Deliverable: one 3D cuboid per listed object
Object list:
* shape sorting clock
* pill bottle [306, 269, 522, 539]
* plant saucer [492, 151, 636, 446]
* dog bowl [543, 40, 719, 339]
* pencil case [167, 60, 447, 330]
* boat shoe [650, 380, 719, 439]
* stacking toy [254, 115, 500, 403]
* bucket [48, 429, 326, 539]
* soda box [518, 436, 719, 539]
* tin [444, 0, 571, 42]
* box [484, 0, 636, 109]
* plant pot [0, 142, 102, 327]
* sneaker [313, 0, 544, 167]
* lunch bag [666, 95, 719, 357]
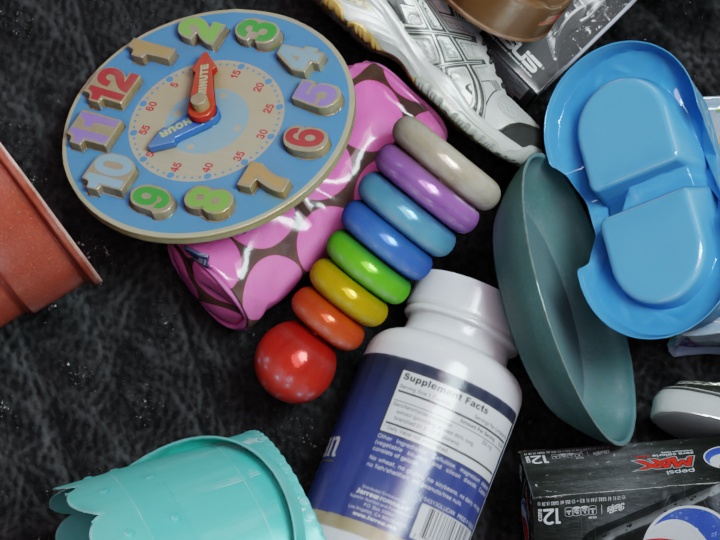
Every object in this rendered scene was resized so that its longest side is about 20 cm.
[{"bbox_3d":[-0.101,-0.099,1.575,0.199,0.039,0.201,-10,49,11],"label":"shape sorting clock"},{"bbox_3d":[0.040,0.106,1.568,0.111,0.111,0.201,23,76,-4],"label":"pill bottle"},{"bbox_3d":[0.130,0.023,1.575,0.036,0.200,0.201,-17,81,18],"label":"plant saucer"},{"bbox_3d":[0.191,-0.049,1.568,0.111,0.049,0.201,-22,70,26],"label":"dog bowl"},{"bbox_3d":[-0.039,-0.056,1.601,0.200,0.091,0.094,-42,82,-16],"label":"pencil case"},{"bbox_3d":[0.290,0.093,1.635,0.199,0.071,0.064,11,72,-19],"label":"boat shoe"},{"bbox_3d":[0.000,0.000,1.554,0.085,0.085,0.200,39,93,0],"label":"stacking toy"},{"bbox_3d":[-0.096,0.204,1.487,0.134,0.207,0.208,-21,83,-17],"label":"bucket"},{"bbox_3d":[0.205,0.152,1.562,0.199,0.071,0.064,-5,112,-2],"label":"soda box"},{"bbox_3d":[0.063,-0.237,1.593,0.200,0.042,0.112,47,34,8],"label":"tin"},{"bbox_3d":[0.103,-0.238,1.678,0.158,0.048,0.200,-43,89,-14],"label":"box"},{"bbox_3d":[-0.300,-0.015,1.505,0.195,0.201,0.201,-37,87,-6],"label":"plant pot"},{"bbox_3d":[0.061,-0.156,1.604,0.200,0.076,0.088,43,89,-8],"label":"sneaker"},{"bbox_3d":[0.308,-0.031,1.622,0.199,0.127,0.171,1,80,0],"label":"lunch bag"}]
